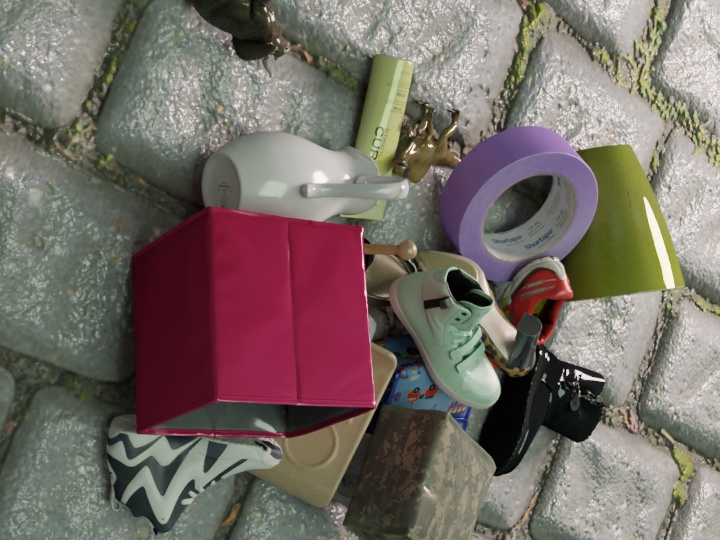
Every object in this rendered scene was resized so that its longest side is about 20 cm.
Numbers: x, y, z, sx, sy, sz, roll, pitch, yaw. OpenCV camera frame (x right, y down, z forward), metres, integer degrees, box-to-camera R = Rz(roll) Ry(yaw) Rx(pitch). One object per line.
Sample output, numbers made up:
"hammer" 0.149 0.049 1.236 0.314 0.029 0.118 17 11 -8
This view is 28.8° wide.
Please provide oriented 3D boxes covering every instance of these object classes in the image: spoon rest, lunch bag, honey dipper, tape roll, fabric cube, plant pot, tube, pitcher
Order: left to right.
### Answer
"fabric cube" -0.117 0.064 1.497 0.198 0.196 0.201 6 71 -32
"pitcher" -0.061 -0.095 1.574 0.199 0.171 0.123 -6 98 -39
"honey dipper" -0.029 -0.024 1.603 0.038 0.198 0.038 3 90 -67
"spoon rest" 0.000 0.292 1.767 0.061 0.098 0.202 -69 148 -71
"tube" 0.023 -0.161 1.711 0.057 0.052 0.202 12 98 -6
"lunch bag" 0.063 0.189 1.806 0.150 0.094 0.202 -9 119 -36
"lunch bag" 0.084 0.280 1.713 0.200 0.117 0.165 47 55 -46
"tape roll" 0.204 -0.084 1.806 0.198 0.066 0.201 -14 131 -17
"plant pot" 0.338 -0.066 1.918 0.186 0.186 0.202 -6 89 -38

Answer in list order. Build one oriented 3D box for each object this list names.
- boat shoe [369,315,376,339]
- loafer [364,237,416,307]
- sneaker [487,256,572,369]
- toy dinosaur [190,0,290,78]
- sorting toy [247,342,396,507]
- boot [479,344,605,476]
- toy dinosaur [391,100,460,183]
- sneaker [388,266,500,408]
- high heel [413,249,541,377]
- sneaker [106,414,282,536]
"boat shoe" -0.052 0.129 1.708 0.062 0.072 0.201 35 69 -19
"loafer" 0.000 0.000 1.702 0.199 0.069 0.076 11 77 -40
"sneaker" 0.211 0.071 1.846 0.076 0.085 0.201 2 136 -32
"toy dinosaur" -0.140 -0.298 1.525 0.199 0.077 0.102 37 109 -24
"sorting toy" -0.078 0.150 1.650 0.184 0.036 0.201 27 83 0
"boot" 0.262 0.214 1.966 0.167 0.076 0.202 29 75 -36
"toy dinosaur" 0.087 -0.158 1.766 0.199 0.058 0.102 -6 113 -57
"sneaker" 0.129 0.083 1.690 0.201 0.118 0.074 53 53 -15
"high heel" 0.141 0.060 1.802 0.071 0.199 0.143 -47 161 -24
"sneaker" -0.193 0.239 1.583 0.197 0.079 0.131 5 105 -24
